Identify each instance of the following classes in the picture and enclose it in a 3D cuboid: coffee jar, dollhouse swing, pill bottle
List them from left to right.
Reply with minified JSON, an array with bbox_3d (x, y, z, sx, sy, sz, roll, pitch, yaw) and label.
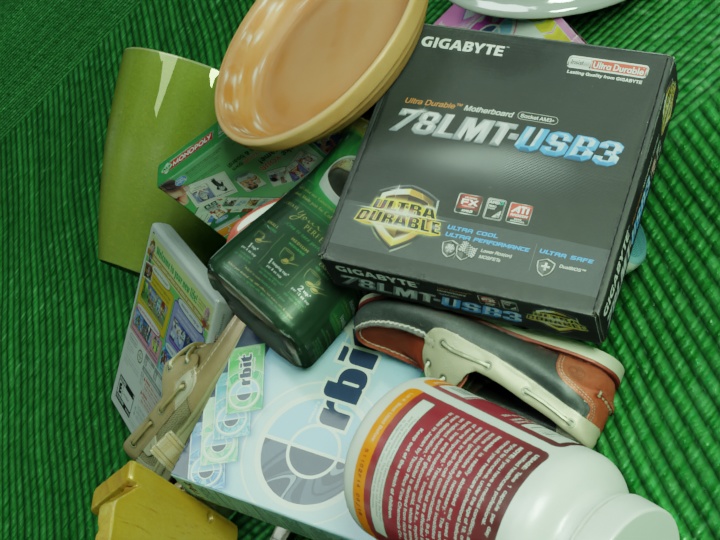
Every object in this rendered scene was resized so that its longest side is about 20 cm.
[{"bbox_3d":[-0.195,0.279,1.159,0.175,0.182,0.202,-17,51,29],"label":"dollhouse swing"},{"bbox_3d":[-0.010,-0.032,1.150,0.104,0.085,0.200,40,76,21],"label":"coffee jar"},{"bbox_3d":[0.091,0.149,0.968,0.199,0.113,0.113,23,75,44],"label":"pill bottle"}]

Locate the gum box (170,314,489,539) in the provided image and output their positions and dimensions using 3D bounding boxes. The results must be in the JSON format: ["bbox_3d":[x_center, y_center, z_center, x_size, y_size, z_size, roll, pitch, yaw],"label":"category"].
[{"bbox_3d":[-0.014,0.110,1.144,0.198,0.045,0.171,15,66,26],"label":"gum box"}]

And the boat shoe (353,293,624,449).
[{"bbox_3d":[0.079,0.067,1.072,0.198,0.071,0.063,17,69,23],"label":"boat shoe"}]

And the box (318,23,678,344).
[{"bbox_3d":[0.096,-0.066,1.064,0.198,0.050,0.200,12,68,22],"label":"box"}]

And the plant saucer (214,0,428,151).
[{"bbox_3d":[-0.024,-0.167,1.143,0.199,0.037,0.201,-30,40,29],"label":"plant saucer"}]

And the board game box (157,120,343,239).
[{"bbox_3d":[-0.045,-0.089,1.245,0.199,0.134,0.029,-32,40,24],"label":"board game box"}]

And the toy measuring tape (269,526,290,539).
[{"bbox_3d":[-0.061,0.161,1.206,0.201,0.073,0.073,-55,32,-8],"label":"toy measuring tape"}]

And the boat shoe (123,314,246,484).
[{"bbox_3d":[-0.133,0.093,1.270,0.201,0.064,0.071,-56,-14,24],"label":"boat shoe"}]

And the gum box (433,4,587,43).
[{"bbox_3d":[0.126,-0.177,1.321,0.113,0.066,0.200,-44,32,12],"label":"gum box"}]

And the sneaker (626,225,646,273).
[{"bbox_3d":[0.131,-0.027,1.153,0.130,0.080,0.200,-38,24,15],"label":"sneaker"}]

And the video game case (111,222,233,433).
[{"bbox_3d":[-0.171,0.075,1.405,0.200,0.022,0.184,42,121,59],"label":"video game case"}]

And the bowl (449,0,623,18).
[{"bbox_3d":[0.155,-0.292,1.294,0.199,0.091,0.202,-7,35,5],"label":"bowl"}]

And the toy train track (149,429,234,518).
[{"bbox_3d":[-0.092,0.142,1.241,0.200,0.115,0.032,-44,44,-8],"label":"toy train track"}]

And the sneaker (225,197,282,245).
[{"bbox_3d":[0.000,0.000,1.209,0.198,0.079,0.116,-6,41,-9],"label":"sneaker"}]

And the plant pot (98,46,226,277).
[{"bbox_3d":[-0.178,-0.088,1.537,0.187,0.186,0.202,12,81,55],"label":"plant pot"}]
